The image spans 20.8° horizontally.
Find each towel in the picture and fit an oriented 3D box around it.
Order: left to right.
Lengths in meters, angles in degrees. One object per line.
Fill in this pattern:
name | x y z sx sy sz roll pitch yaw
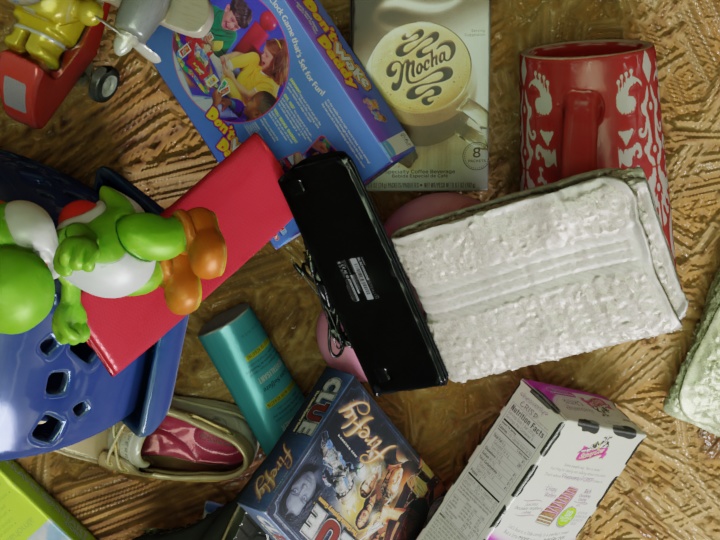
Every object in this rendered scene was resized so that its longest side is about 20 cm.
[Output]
towel | 0.134 0.005 1.449 0.198 0.035 0.133 -16 109 19
towel | 0.353 0.056 1.649 0.147 0.037 0.202 18 105 -7

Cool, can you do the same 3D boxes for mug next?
mug | 0.192 -0.073 1.542 0.132 0.177 0.202 -7 103 -14

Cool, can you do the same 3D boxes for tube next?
tube | -0.067 0.125 1.649 0.050 0.077 0.201 -13 112 50

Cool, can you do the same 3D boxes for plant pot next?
plant pot | -0.240 0.022 1.533 0.178 0.200 0.202 3 108 -32

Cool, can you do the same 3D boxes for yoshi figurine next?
yoshi figurine | -0.196 0.005 1.362 0.198 0.112 0.114 2 102 -26

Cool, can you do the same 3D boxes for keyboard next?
keyboard | 0.000 0.000 1.502 0.103 0.040 0.201 -9 111 40

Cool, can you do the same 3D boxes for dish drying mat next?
dish drying mat | -0.132 -0.013 1.469 0.200 0.018 0.077 -42 123 -17

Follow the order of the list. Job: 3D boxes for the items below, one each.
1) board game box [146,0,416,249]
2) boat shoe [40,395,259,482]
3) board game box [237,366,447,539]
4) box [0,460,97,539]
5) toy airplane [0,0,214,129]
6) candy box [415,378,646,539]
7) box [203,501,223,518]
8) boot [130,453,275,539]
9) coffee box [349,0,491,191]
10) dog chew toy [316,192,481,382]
board game box | -0.067 -0.138 1.527 0.134 0.045 0.201 -34 88 32
boat shoe | -0.182 0.137 1.644 0.198 0.069 0.074 5 107 -3
board game box | -0.004 0.193 1.606 0.136 0.034 0.200 -56 133 -20
box | -0.302 0.245 1.684 0.122 0.048 0.200 -41 103 11
toy airplane | -0.223 -0.231 1.493 0.199 0.141 0.201 -23 82 24
candy box | 0.134 0.193 1.635 0.136 0.061 0.201 15 112 -52
box | -0.102 0.311 1.671 0.121 0.048 0.202 13 96 10
boot | -0.126 0.210 1.610 0.201 0.138 0.078 -56 133 -21
coffee box | 0.046 -0.169 1.552 0.112 0.080 0.202 -1 107 0
dog chew toy | 0.039 0.024 1.581 0.124 0.125 0.200 41 131 -12
